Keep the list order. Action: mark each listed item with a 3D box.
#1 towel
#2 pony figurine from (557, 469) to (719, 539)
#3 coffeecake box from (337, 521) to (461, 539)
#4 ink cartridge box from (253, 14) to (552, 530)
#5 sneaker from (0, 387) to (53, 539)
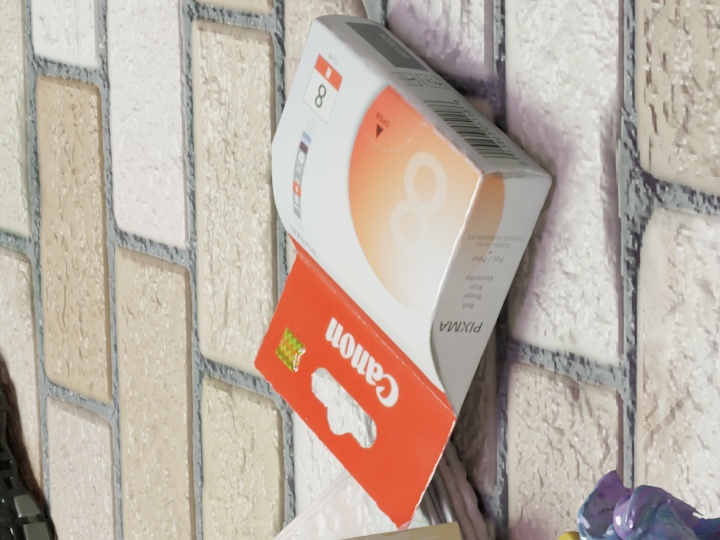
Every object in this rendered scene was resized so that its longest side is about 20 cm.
[{"bbox_3d":[0.022,0.195,1.448,0.191,0.032,0.201,-52,53,50],"label":"towel"},{"bbox_3d":[0.177,0.124,1.066,0.167,0.199,0.194,115,151,-51],"label":"pony figurine"},{"bbox_3d":[-0.016,0.219,1.414,0.200,0.073,0.154,-27,72,56],"label":"coffeecake box"},{"bbox_3d":[0.000,0.000,1.396,0.162,0.050,0.201,45,120,45],"label":"ink cartridge box"},{"bbox_3d":[-0.243,0.152,1.843,0.079,0.075,0.201,123,138,-64],"label":"sneaker"}]
